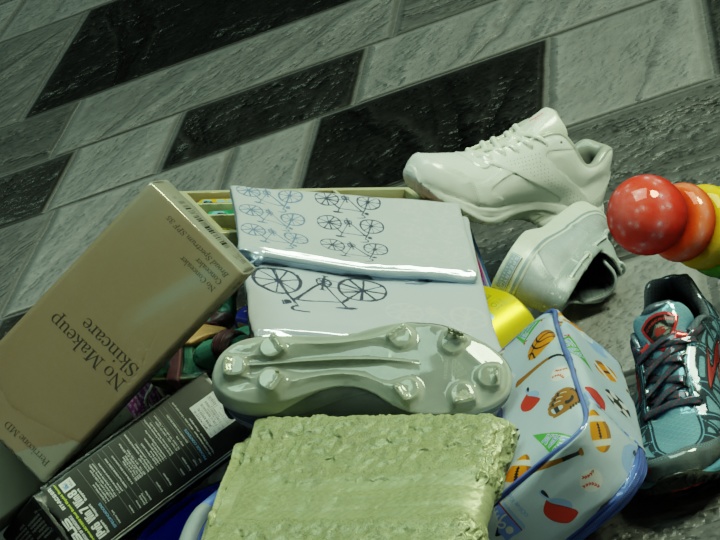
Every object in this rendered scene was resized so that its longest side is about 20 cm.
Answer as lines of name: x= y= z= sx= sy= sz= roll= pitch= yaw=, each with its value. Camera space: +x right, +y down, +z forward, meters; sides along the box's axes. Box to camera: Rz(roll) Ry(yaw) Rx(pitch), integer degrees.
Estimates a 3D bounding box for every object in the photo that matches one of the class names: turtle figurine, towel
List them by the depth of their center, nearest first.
towel: x=-0.006 y=0.148 z=1.269 sx=0.199 sy=0.037 sz=0.149 roll=-6 pitch=42 yaw=24
turtle figurine: x=-0.124 y=0.045 z=1.539 sx=0.199 sy=0.101 sz=0.150 roll=0 pitch=27 yaw=34

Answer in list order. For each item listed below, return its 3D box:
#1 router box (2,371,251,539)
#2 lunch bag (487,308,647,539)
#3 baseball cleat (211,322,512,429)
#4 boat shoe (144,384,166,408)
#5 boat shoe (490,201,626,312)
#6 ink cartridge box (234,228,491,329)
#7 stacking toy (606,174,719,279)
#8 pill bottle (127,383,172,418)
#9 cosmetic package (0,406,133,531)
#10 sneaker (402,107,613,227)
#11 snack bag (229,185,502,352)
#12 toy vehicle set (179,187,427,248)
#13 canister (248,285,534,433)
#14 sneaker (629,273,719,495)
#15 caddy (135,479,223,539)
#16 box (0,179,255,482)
router box: x=-0.170 y=0.156 z=1.479 sx=0.150 sy=0.062 sz=0.200 roll=-37 pitch=-3 yaw=-22
lunch bag: x=0.104 y=0.122 z=1.351 sx=0.160 sy=0.075 sz=0.200 roll=-45 pitch=16 yaw=16
baseball cleat: x=0.004 y=0.079 z=1.369 sx=0.199 sy=0.107 sz=0.070 roll=4 pitch=62 yaw=10
boat shoe: x=-0.143 y=0.069 z=1.626 sx=0.086 sy=0.075 sz=0.202 roll=-11 pitch=56 yaw=-31
boat shoe: x=0.164 y=0.000 z=1.598 sx=0.071 sy=0.070 sz=0.201 roll=34 pitch=22 yaw=14
ink cartridge box: x=-0.008 y=0.038 z=1.678 sx=0.200 sy=0.077 sz=0.136 roll=-39 pitch=27 yaw=-28
stacking toy: x=0.247 y=-0.031 z=1.429 sx=0.199 sy=0.086 sz=0.085 roll=12 pitch=-5 yaw=-41
pill bottle: x=-0.217 y=0.110 z=1.677 sx=0.112 sy=0.113 sz=0.200 roll=-8 pitch=27 yaw=33
cosmetic package: x=-0.268 y=0.148 z=1.496 sx=0.200 sy=0.073 sz=0.104 roll=-37 pitch=-3 yaw=-24
sneaker: x=0.122 y=-0.088 z=1.677 sx=0.199 sy=0.100 sz=0.078 roll=6 pitch=17 yaw=-36
snack bag: x=0.000 y=0.000 z=1.494 sx=0.187 sy=0.022 sz=0.200 roll=6 pitch=32 yaw=-9
toy vehicle set: x=-0.033 y=-0.036 z=1.620 sx=0.199 sy=0.027 sz=0.124 roll=-2 pitch=17 yaw=-21
canister: x=0.023 y=0.091 z=1.518 sx=0.200 sy=0.087 sz=0.148 roll=-34 pitch=24 yaw=-26
sneaker: x=0.202 y=0.071 z=1.370 sx=0.079 sy=0.096 sz=0.200 roll=-17 pitch=24 yaw=18
caddy: x=-0.092 y=0.206 z=1.347 sx=0.141 sy=0.105 sz=0.200 roll=-14 pitch=24 yaw=20
box: x=-0.174 y=0.040 z=1.416 sx=0.200 sy=0.095 sz=0.078 roll=-47 pitch=0 yaw=5
